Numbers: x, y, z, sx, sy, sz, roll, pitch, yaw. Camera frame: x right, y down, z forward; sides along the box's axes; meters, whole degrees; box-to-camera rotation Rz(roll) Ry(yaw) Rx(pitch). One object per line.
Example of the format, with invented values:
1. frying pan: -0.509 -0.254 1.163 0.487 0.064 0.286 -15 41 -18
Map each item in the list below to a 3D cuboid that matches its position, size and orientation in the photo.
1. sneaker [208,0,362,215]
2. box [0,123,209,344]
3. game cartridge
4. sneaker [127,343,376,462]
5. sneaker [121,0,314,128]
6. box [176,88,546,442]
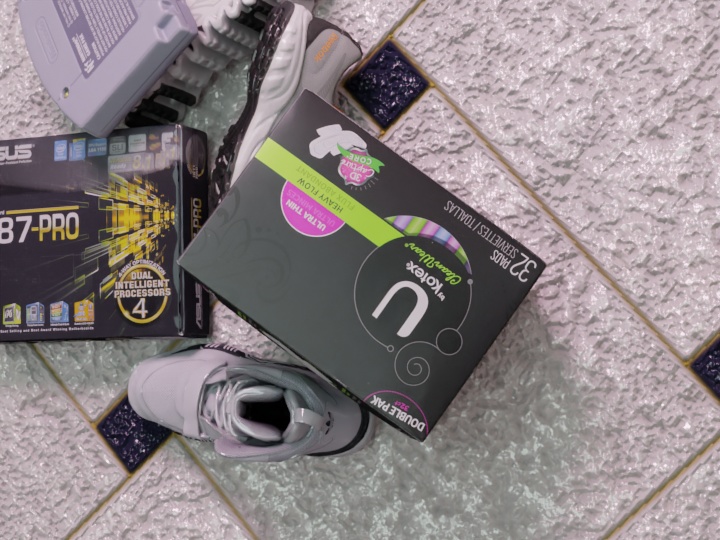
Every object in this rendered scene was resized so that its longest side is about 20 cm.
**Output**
1. sneaker: -0.059 -0.094 1.182 0.079 0.074 0.201 18 108 -19
2. box: -0.213 -0.025 1.244 0.199 0.049 0.162 -2 84 24
3. game cartridge: -0.203 -0.202 1.224 0.133 0.041 0.201 -41 52 19
4. sneaker: -0.096 0.094 1.156 0.199 0.115 0.076 7 88 21
5. sneaker: -0.116 -0.192 1.214 0.199 0.075 0.081 -34 65 14
6. box: 0.000 0.000 1.084 0.199 0.124 0.149 35 85 2
